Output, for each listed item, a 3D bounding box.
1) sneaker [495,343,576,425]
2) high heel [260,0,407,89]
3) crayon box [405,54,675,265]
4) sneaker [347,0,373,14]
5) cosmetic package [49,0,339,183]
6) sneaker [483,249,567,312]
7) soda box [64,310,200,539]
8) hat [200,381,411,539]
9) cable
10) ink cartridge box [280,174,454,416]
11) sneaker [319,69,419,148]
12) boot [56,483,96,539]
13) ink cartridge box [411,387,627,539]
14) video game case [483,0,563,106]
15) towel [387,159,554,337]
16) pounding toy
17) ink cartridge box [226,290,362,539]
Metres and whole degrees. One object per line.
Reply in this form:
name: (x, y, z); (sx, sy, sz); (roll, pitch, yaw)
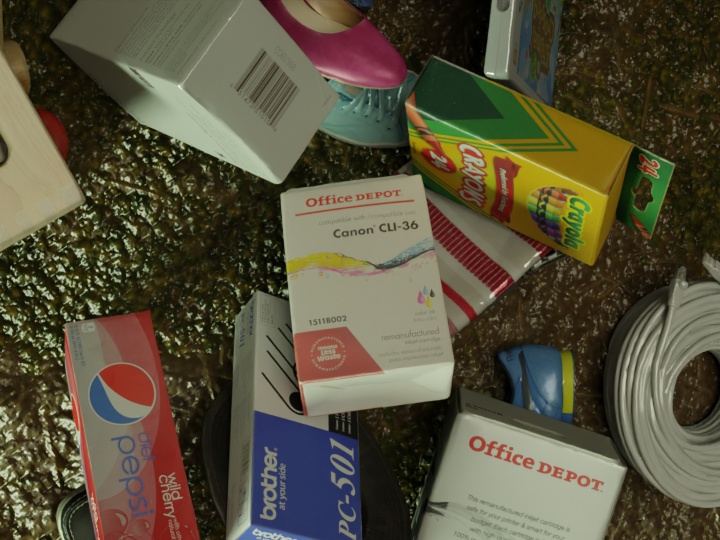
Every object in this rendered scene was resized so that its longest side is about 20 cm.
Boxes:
sneaker: (0.147, 0.165, 1.022); (0.077, 0.066, 0.204); (0, 96, 0)
high heel: (-0.038, -0.217, 0.863); (0.199, 0.097, 0.067); (40, 47, 21)
crayon box: (0.132, -0.076, 0.890); (0.198, 0.127, 0.051); (26, 72, 16)
sneaker: (-0.045, -0.293, 0.921); (0.078, 0.075, 0.201); (-39, 106, -17)
cosmetic package: (-0.121, -0.145, 0.822); (0.082, 0.199, 0.113); (-55, 130, -10)
sneaker: (0.152, -0.038, 0.989); (0.200, 0.082, 0.077); (-48, 123, -11)
soda box: (-0.169, 0.134, 0.851); (0.069, 0.064, 0.203); (-8, 61, -19)
hat: (-0.057, 0.183, 0.929); (0.198, 0.081, 0.203); (22, 47, -25)
cable: (0.313, 0.110, 1.069); (0.199, 0.069, 0.202); (34, 83, -18)
ink cartridge box: (0.000, 0.000, 0.893); (0.114, 0.068, 0.203); (-7, 61, -2)
sneaker: (-0.013, -0.144, 0.933); (0.196, 0.082, 0.075); (9, 91, -19)
boot: (-0.147, 0.256, 0.869); (0.073, 0.153, 0.205); (-36, 104, -13)
ink cartridge box: (0.117, 0.217, 0.955); (0.143, 0.084, 0.203); (18, 100, 0)
video game case: (0.139, -0.230, 0.937); (0.022, 0.200, 0.186); (7, 91, 18)
towel: (0.078, -0.039, 0.958); (0.199, 0.023, 0.144); (-40, 65, -13)
pounding toy: (-0.266, -0.121, 0.792); (0.141, 0.184, 0.202); (-31, 102, -15)
ink cartridge box: (-0.050, 0.120, 0.889); (0.093, 0.044, 0.203); (19, 47, -25)
